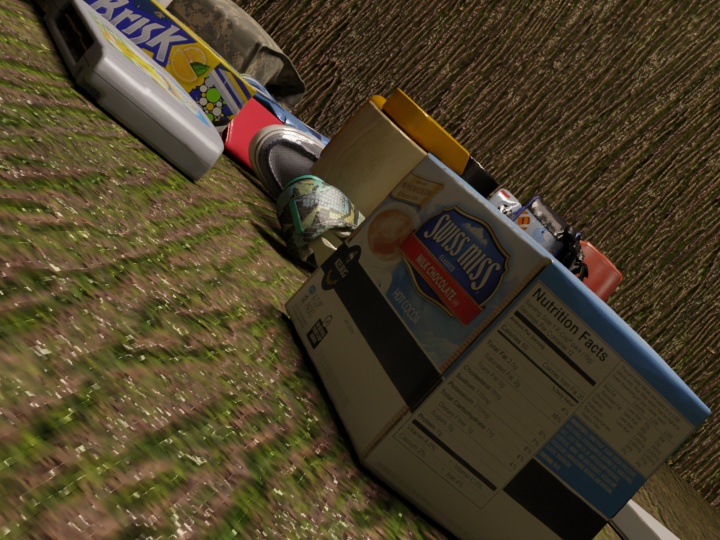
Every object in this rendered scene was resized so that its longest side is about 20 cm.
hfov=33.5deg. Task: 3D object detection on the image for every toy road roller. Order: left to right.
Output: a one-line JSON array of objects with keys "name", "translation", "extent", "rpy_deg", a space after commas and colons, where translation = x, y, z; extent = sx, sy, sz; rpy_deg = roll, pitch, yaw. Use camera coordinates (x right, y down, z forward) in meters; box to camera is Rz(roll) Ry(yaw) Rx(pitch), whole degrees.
[{"name": "toy road roller", "translation": [0.015, -0.097, 1.069], "extent": [0.146, 0.123, 0.200], "rpy_deg": [47, 9, 30]}]

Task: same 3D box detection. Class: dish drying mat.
[{"name": "dish drying mat", "translation": [-0.085, -0.118, 1.249], "extent": [0.200, 0.018, 0.077], "rpy_deg": [36, 51, -52]}]

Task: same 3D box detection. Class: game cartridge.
[{"name": "game cartridge", "translation": [-0.172, -0.142, 0.919], "extent": [0.133, 0.040, 0.200], "rpy_deg": [44, 4, -34]}]

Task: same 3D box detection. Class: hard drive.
[{"name": "hard drive", "translation": [0.308, 0.283, 1.126], "extent": [0.200, 0.026, 0.132], "rpy_deg": [39, 7, -36]}]

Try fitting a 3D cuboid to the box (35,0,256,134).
[{"name": "box", "translation": [-0.189, -0.200, 1.050], "extent": [0.200, 0.070, 0.064], "rpy_deg": [39, 4, -38]}]

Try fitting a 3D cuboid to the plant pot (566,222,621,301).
[{"name": "plant pot", "translation": [0.252, 0.031, 1.695], "extent": [0.201, 0.195, 0.201], "rpy_deg": [42, 6, -5]}]

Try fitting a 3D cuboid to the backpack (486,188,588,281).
[{"name": "backpack", "translation": [0.175, 0.004, 1.476], "extent": [0.154, 0.191, 0.200], "rpy_deg": [38, 0, 19]}]

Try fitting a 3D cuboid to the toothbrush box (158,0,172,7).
[{"name": "toothbrush box", "translation": [-0.285, -0.312, 1.152], "extent": [0.146, 0.085, 0.200], "rpy_deg": [38, 9, -44]}]

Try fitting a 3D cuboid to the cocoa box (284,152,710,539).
[{"name": "cocoa box", "translation": [0.064, 0.045, 0.650], "extent": [0.133, 0.131, 0.200], "rpy_deg": [40, 6, -24]}]

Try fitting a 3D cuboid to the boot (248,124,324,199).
[{"name": "boot", "translation": [-0.021, -0.062, 1.164], "extent": [0.200, 0.073, 0.090], "rpy_deg": [41, 0, -29]}]

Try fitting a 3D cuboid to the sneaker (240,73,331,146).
[{"name": "sneaker", "translation": [-0.089, -0.144, 1.359], "extent": [0.200, 0.074, 0.082], "rpy_deg": [37, 10, 0]}]

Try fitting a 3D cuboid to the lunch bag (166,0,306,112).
[{"name": "lunch bag", "translation": [-0.168, -0.272, 1.516], "extent": [0.164, 0.118, 0.200], "rpy_deg": [43, 10, 16]}]

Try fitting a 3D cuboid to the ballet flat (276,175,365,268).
[{"name": "ballet flat", "translation": [0.000, 0.000, 0.975], "extent": [0.200, 0.074, 0.074], "rpy_deg": [35, 9, -43]}]
